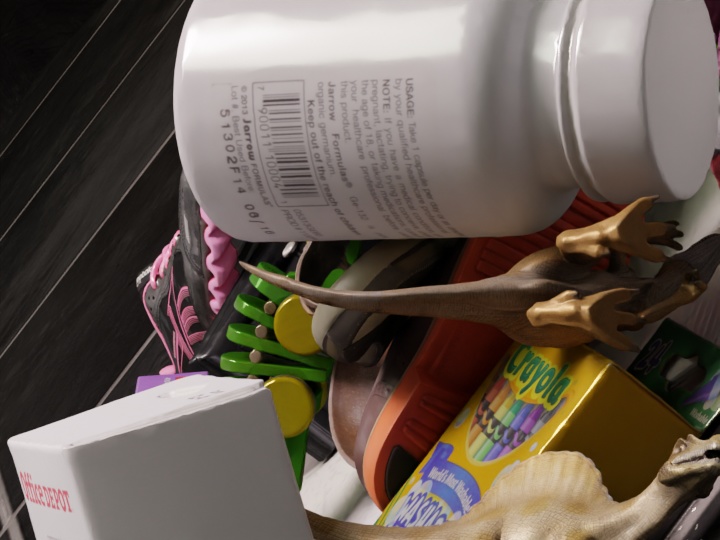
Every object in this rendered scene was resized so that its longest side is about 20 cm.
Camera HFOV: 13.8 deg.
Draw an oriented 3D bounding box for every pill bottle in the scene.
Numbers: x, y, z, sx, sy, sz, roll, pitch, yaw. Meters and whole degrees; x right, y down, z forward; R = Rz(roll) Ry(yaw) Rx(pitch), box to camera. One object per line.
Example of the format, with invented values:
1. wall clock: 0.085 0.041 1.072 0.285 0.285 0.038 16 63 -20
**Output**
1. pill bottle: 0.036 -0.070 1.192 0.199 0.115 0.115 -1 40 26

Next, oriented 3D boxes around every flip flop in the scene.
1. flip flop: 0.000 0.000 1.305 0.081 0.058 0.200 -54 -5 6

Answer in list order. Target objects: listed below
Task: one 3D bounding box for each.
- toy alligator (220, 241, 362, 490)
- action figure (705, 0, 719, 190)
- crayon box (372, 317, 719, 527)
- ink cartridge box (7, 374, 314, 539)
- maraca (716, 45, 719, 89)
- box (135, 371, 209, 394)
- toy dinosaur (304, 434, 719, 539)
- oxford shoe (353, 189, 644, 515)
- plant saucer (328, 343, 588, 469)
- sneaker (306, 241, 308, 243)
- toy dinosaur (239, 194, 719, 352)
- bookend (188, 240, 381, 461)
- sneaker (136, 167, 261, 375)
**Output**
1. toy alligator: -0.047 0.067 1.462 0.059 0.054 0.201 -46 -30 -80
2. action figure: 0.180 -0.122 1.242 0.149 0.134 0.200 -22 -34 -33
3. crayon box: 0.061 0.093 1.190 0.200 0.052 0.126 -52 13 0
4. ink cartridge box: -0.060 0.147 1.122 0.085 0.201 0.148 -18 3 -15
5. maraca: 0.130 -0.134 1.391 0.107 0.138 0.200 -25 16 -26
6. box: -0.086 0.147 1.403 0.200 0.039 0.137 -92 -3 -71
7. toy dinosaur: 0.051 0.110 1.096 0.199 0.058 0.101 -11 50 28
8. oxford shoe: 0.053 0.011 1.276 0.200 0.071 0.073 -57 24 2
9. plant saucer: 0.060 0.013 1.384 0.200 0.034 0.201 -44 26 28
10. sneaker: 0.008 -0.075 1.465 0.082 0.071 0.200 -10 31 7
11. toy dinosaur: 0.067 0.012 1.154 0.106 0.199 0.061 -25 68 61
12. bookend: 0.031 -0.027 1.532 0.199 0.092 0.200 -31 26 58
13. sneaker: -0.088 0.006 1.648 0.079 0.095 0.200 -51 -32 -37
